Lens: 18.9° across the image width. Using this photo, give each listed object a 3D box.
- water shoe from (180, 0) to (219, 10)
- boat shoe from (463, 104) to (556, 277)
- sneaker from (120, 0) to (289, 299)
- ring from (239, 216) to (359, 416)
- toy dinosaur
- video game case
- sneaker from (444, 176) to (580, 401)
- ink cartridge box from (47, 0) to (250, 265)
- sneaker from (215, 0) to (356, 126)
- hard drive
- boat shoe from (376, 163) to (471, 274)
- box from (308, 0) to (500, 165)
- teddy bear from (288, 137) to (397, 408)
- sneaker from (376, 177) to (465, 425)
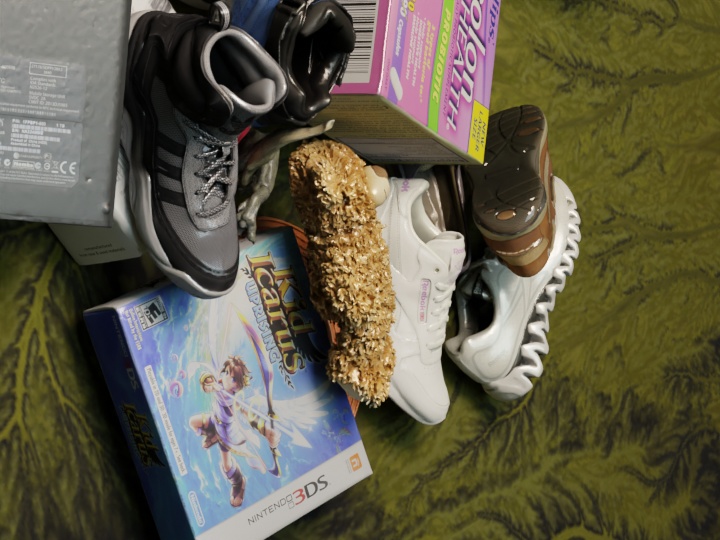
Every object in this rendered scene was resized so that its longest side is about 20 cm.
[{"bbox_3d":[-0.149,-0.258,1.558,0.199,0.079,0.072,26,66,-39],"label":"water shoe"},{"bbox_3d":[0.125,-0.064,1.768,0.201,0.075,0.074,-80,153,-57],"label":"boat shoe"},{"bbox_3d":[-0.100,-0.080,1.441,0.075,0.113,0.202,-20,100,-44],"label":"sneaker"},{"bbox_3d":[-0.066,0.059,1.636,0.199,0.019,0.203,7,80,-44],"label":"ring"},{"bbox_3d":[-0.080,-0.067,1.541,0.047,0.200,0.089,35,78,-16],"label":"toy dinosaur"},{"bbox_3d":[-0.091,0.091,1.563,0.181,0.045,0.202,-27,102,-44],"label":"video game case"},{"bbox_3d":[0.126,0.004,1.797,0.081,0.075,0.202,29,64,-28],"label":"sneaker"},{"bbox_3d":[-0.189,-0.128,1.498,0.201,0.083,0.146,55,52,-23],"label":"ink cartridge box"},{"bbox_3d":[-0.045,-0.196,1.480,0.076,0.111,0.202,16,84,-50],"label":"sneaker"},{"bbox_3d":[-0.217,-0.133,1.393,0.139,0.033,0.202,4,92,-32],"label":"hard drive"},{"bbox_3d":[0.050,-0.088,1.736,0.072,0.065,0.202,-11,91,-42],"label":"boat shoe"},{"bbox_3d":[0.022,-0.187,1.611,0.200,0.096,0.178,27,67,-63],"label":"box"},{"bbox_3d":[0.000,0.000,1.584,0.145,0.066,0.202,-10,93,-75],"label":"teddy bear"},{"bbox_3d":[0.042,0.024,1.684,0.075,0.099,0.202,-45,118,-68],"label":"sneaker"}]
